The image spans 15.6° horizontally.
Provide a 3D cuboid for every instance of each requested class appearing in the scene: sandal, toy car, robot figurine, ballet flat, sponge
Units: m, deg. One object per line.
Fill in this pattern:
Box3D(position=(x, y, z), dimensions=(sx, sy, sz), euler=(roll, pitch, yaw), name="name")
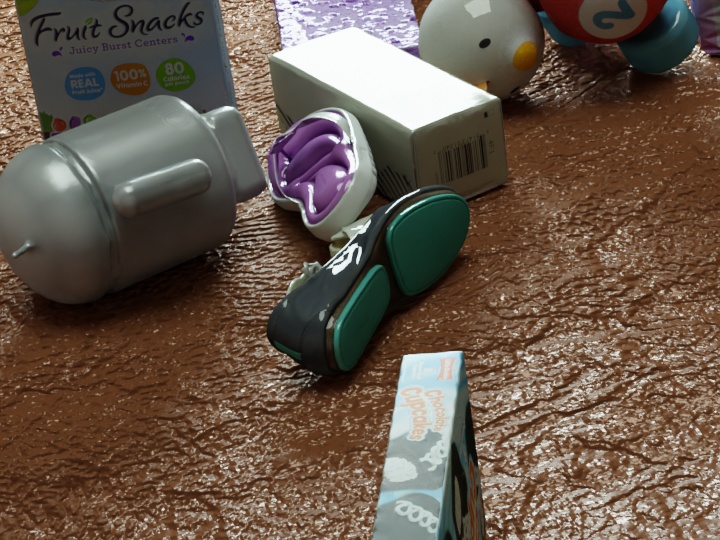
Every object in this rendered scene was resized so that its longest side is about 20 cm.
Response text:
Box3D(position=(-0.035, -0.078, 1.812), dimensions=(0.082, 0.050, 0.203), euler=(-53, 21, 2), name="sandal")
Box3D(position=(0.118, -0.185, 1.958), dimensions=(0.177, 0.184, 0.200), euler=(25, 71, 46), name="toy car")
Box3D(position=(-0.164, -0.047, 1.780), dimensions=(0.200, 0.113, 0.170), euler=(-25, 4, -29), name="robot figurine")
Box3D(position=(0.000, 0.000, 1.695), dimensions=(0.073, 0.073, 0.200), euler=(7, 33, 28), name="ballet flat")
Box3D(position=(-0.012, -0.200, 2.121), dimensions=(0.111, 0.030, 0.200), euler=(-9, 28, -1), name="sponge")

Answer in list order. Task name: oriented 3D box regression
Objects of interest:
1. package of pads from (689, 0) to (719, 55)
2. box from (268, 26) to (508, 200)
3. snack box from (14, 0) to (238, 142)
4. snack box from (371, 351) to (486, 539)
Box3D(position=(0.304, -0.262, 2.052), dimensions=(0.076, 0.121, 0.200), euler=(1, 29, 18), name="package of pads")
Box3D(position=(0.018, -0.111, 1.899), dimensions=(0.082, 0.068, 0.200), euler=(-21, 29, -24), name="box")
Box3D(position=(-0.169, -0.159, 1.901), dimensions=(0.142, 0.200, 0.053), euler=(-6, 28, 3), name="snack box")
Box3D(position=(0.037, 0.141, 1.358), dimensions=(0.037, 0.116, 0.200), euler=(-4, 28, 8), name="snack box")
